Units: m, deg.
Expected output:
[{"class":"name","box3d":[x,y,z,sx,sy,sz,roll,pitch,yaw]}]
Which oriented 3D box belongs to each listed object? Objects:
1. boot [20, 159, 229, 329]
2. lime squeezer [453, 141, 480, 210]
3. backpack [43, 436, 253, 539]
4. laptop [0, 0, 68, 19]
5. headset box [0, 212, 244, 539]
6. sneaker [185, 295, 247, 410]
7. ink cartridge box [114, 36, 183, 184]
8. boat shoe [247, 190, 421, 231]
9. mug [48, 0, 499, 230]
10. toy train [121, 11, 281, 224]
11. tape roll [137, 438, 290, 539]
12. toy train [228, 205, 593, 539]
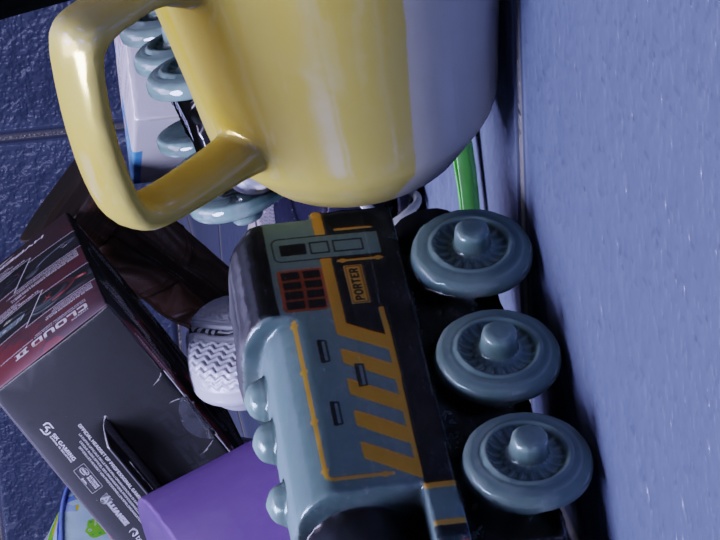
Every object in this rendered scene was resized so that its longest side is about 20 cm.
[{"class":"boot","box3d":[-0.090,0.016,1.617,0.064,0.200,0.186,-54,14,1]},{"class":"lime squeezer","box3d":[0.015,-0.080,1.162,0.200,0.071,0.038,55,155,-2]},{"class":"backpack","box3d":[-0.083,0.184,1.627,0.147,0.199,0.184,118,152,-42]},{"class":"laptop","box3d":[-0.113,-0.186,1.304,0.187,0.116,0.201,-8,65,65]},{"class":"headset box","box3d":[-0.120,0.070,1.440,0.149,0.075,0.200,52,180,-20]},{"class":"sneaker","box3d":[-0.028,0.059,1.451,0.200,0.075,0.115,-49,-47,-66]},{"class":"ink cartridge box","box3d":[-0.074,-0.164,1.558,0.129,0.125,0.201,111,152,-75]},{"class":"boat shoe","box3d":[0.000,0.000,1.332,0.200,0.074,0.093,-118,37,-45]},{"class":"mug","box3d":[-0.029,-0.103,1.065,0.150,0.186,0.154,-116,11,-51]},{"class":"toy train","box3d":[-0.038,-0.085,1.281,0.200,0.114,0.086,-122,14,-69]},{"class":"tape roll","box3d":[-0.019,0.173,1.299,0.200,0.085,0.200,58,168,20]},{"class":"toy train","box3d":[0.016,0.054,1.041,0.200,0.113,0.085,-103,9,-45]}]
